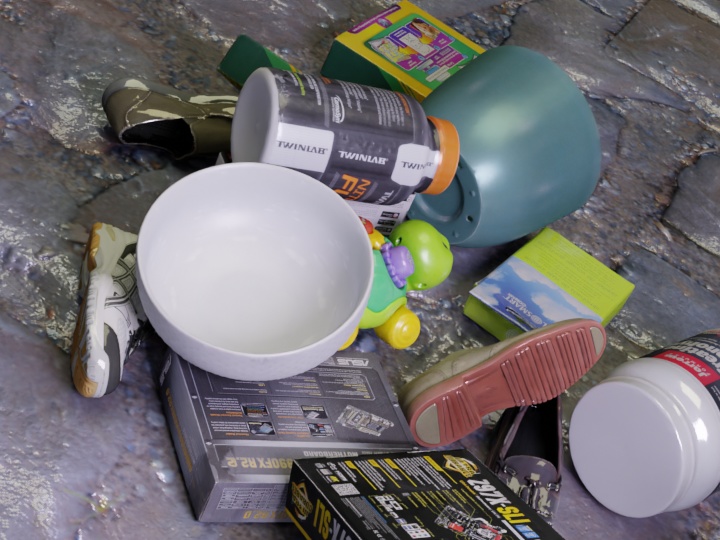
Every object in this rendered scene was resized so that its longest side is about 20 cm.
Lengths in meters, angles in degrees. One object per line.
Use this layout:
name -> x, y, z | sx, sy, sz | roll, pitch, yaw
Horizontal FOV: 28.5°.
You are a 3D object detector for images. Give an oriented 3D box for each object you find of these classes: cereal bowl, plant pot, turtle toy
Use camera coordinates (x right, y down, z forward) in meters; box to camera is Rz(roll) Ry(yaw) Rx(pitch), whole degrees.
cereal bowl -> -0.090, 0.011, 1.177 | 0.198, 0.084, 0.202 | 6, 51, -8
plant pot -> 0.130, -0.116, 1.509 | 0.200, 0.202, 0.160 | 40, 49, 21
turtle toy -> 0.000, 0.000, 1.309 | 0.199, 0.102, 0.145 | 1, 22, -40

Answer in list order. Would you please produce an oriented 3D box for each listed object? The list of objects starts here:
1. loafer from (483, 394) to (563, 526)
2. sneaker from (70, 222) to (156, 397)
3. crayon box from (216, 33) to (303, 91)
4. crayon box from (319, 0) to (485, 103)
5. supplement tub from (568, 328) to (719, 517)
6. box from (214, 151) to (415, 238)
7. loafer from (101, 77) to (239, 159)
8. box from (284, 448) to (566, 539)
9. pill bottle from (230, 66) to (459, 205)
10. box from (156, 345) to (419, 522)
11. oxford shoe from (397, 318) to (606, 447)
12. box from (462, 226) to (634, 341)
loafer -> 0.144, 0.170, 1.244 | 0.071, 0.063, 0.201 | 23, 34, -4
sneaker -> -0.194, 0.031, 1.198 | 0.087, 0.076, 0.201 | 15, 36, -15
crayon box -> -0.049, -0.169, 1.532 | 0.199, 0.051, 0.127 | 35, 1, 12
crayon box -> 0.073, -0.247, 1.758 | 0.172, 0.059, 0.200 | 35, 35, 11
supplement tub -> 0.300, 0.140, 1.318 | 0.199, 0.141, 0.140 | -14, 50, -44
box -> -0.056, -0.050, 1.366 | 0.198, 0.111, 0.035 | 5, 38, -29
loafer -> -0.168, -0.139, 1.457 | 0.198, 0.075, 0.070 | 8, 51, -20
box -> 0.053, 0.196, 1.041 | 0.158, 0.050, 0.200 | 2, 18, -27
pill bottle -> -0.009, -0.117, 1.291 | 0.198, 0.107, 0.107 | 7, 38, -27
box -> -0.055, 0.133, 1.176 | 0.198, 0.049, 0.159 | 5, 39, -28
oxford shoe -> 0.123, 0.084, 1.276 | 0.198, 0.071, 0.074 | -22, 31, -8
box -> 0.193, 0.033, 1.472 | 0.121, 0.048, 0.200 | 35, 35, 15
